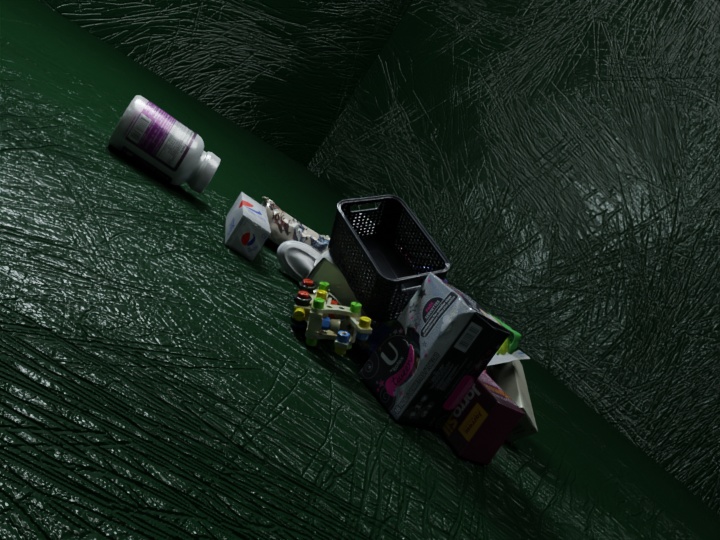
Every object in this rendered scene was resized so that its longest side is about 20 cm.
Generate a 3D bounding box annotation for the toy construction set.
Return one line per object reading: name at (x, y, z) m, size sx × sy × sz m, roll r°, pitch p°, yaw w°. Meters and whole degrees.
toy construction set at (-0.045, 0.071, 0.995) m, size 0.127 × 0.095 × 0.200 m, roll 11°, pitch 1°, yaw -1°

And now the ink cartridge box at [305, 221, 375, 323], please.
ink cartridge box at (0.000, 0.000, 1.163) m, size 0.145 × 0.085 × 0.201 m, roll 39°, pitch 37°, yaw -3°

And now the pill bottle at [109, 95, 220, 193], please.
pill bottle at (-0.382, -0.242, 1.216) m, size 0.198 × 0.113 × 0.112 m, roll 34°, pitch 9°, yaw -23°

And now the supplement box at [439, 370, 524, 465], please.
supplement box at (0.166, 0.212, 1.042) m, size 0.085 × 0.112 × 0.200 m, roll 28°, pitch 12°, yaw -39°

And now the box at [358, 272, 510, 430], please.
box at (0.114, 0.129, 0.965) m, size 0.131 × 0.202 × 0.115 m, roll 27°, pitch 11°, yaw -47°

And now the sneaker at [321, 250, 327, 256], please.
sneaker at (-0.025, 0.050, 1.329) m, size 0.200 × 0.080 × 0.084 m, roll 43°, pitch 43°, yaw -12°

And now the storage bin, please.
storage bin at (0.043, -0.025, 1.032) m, size 0.132 × 0.095 × 0.202 m, roll -9°, pitch 48°, yaw -28°

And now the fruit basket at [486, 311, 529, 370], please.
fruit basket at (0.231, 0.143, 1.260) m, size 0.197 × 0.096 × 0.184 m, roll -6°, pitch 32°, yaw -45°

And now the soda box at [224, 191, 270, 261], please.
soda box at (-0.224, -0.091, 1.208) m, size 0.063 × 0.069 × 0.200 m, roll 32°, pitch 10°, yaw -20°

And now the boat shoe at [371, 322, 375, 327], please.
boat shoe at (0.058, 0.129, 1.193) m, size 0.195 × 0.062 × 0.074 m, roll 16°, pitch 9°, yaw 3°

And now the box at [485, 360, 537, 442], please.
box at (0.313, 0.253, 1.295) m, size 0.083 × 0.067 × 0.202 m, roll 56°, pitch 20°, yaw -25°

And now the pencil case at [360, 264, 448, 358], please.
pencil case at (0.078, 0.081, 1.102) m, size 0.086 × 0.202 × 0.078 m, roll 27°, pitch -12°, yaw 39°

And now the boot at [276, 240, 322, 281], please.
boot at (-0.073, 0.010, 1.214) m, size 0.198 × 0.075 × 0.095 m, roll 35°, pitch -7°, yaw -19°

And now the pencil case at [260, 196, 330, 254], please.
pencil case at (-0.151, -0.078, 1.363) m, size 0.198 × 0.091 × 0.077 m, roll 33°, pitch -21°, yaw -17°
